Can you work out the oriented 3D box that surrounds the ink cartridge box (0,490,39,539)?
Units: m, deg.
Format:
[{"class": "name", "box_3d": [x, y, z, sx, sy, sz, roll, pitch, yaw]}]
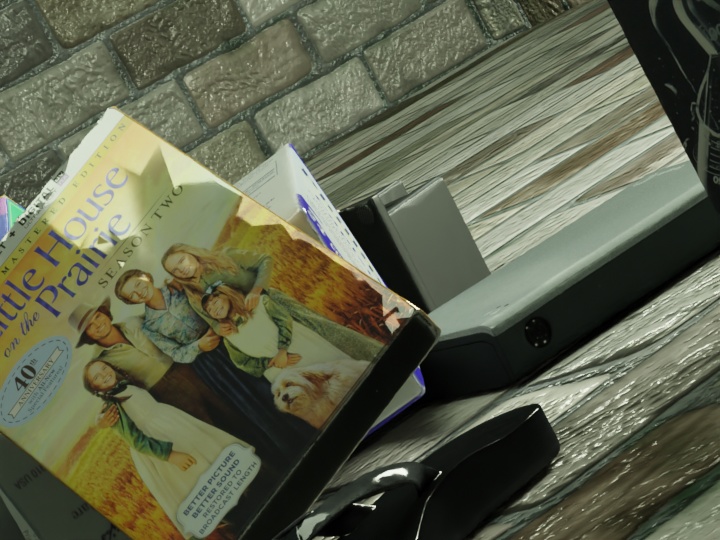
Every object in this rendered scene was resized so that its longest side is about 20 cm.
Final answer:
[{"class": "ink cartridge box", "box_3d": [-0.248, 0.102, 1.321, 0.173, 0.201, 0.044, -31, 5, -22]}]

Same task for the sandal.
[{"class": "sandal", "box_3d": [0.003, 0.092, 0.966, 0.076, 0.043, 0.200, -25, 7, 34]}]

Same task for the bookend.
[{"class": "bookend", "box_3d": [0.000, 0.000, 1.555, 0.199, 0.093, 0.199, -24, 7, 37]}]

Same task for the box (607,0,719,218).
[{"class": "box", "box_3d": [0.216, -0.116, 1.053, 0.199, 0.183, 0.104, -26, 6, 33]}]

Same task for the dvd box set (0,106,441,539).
[{"class": "dvd box set", "box_3d": [-0.081, 0.032, 1.120, 0.147, 0.200, 0.029, -51, -36, -7]}]

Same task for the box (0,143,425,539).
[{"class": "box", "box_3d": [-0.074, 0.047, 1.254, 0.183, 0.105, 0.200, -36, 11, 4]}]

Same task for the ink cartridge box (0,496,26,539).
[{"class": "ink cartridge box", "box_3d": [-0.248, 0.184, 1.183, 0.199, 0.086, 0.146, -26, 7, 11]}]

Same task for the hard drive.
[{"class": "hard drive", "box_3d": [0.111, 0.000, 1.308, 0.199, 0.033, 0.139, -32, 6, -26]}]

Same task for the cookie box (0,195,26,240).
[{"class": "cookie box", "box_3d": [-0.239, 0.054, 1.787, 0.170, 0.076, 0.200, -27, -36, 21]}]
